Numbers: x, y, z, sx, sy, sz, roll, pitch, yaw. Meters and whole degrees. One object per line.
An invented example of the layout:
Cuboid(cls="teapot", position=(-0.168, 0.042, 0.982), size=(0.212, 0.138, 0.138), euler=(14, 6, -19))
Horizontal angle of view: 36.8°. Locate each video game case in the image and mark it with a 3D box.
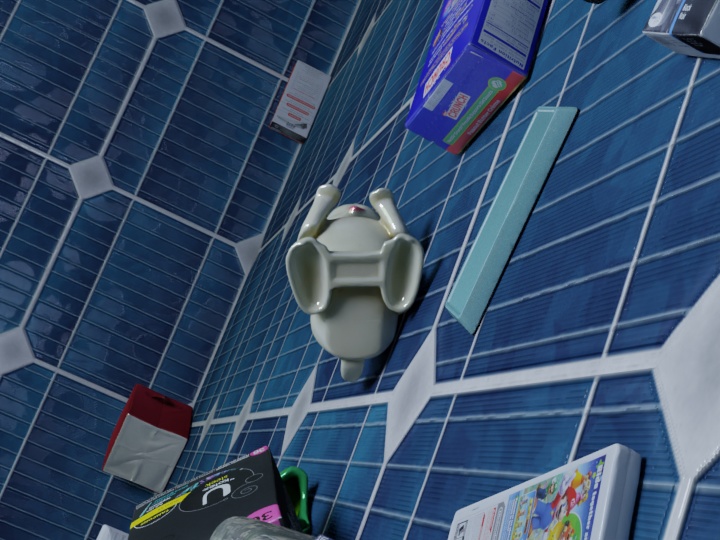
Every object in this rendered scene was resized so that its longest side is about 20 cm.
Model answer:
Cuboid(cls="video game case", position=(0.082, 0.186, 0.596), size=(0.200, 0.018, 0.145), euler=(-48, 20, 61))

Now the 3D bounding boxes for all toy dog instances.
Cuboid(cls="toy dog", position=(0.000, 0.000, 1.176), size=(0.201, 0.137, 0.197), euler=(-95, -5, -67))

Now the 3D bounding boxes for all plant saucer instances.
Cuboid(cls="plant saucer", position=(0.123, -0.047, 0.907), size=(0.203, 0.019, 0.070), euler=(-65, 11, 5))

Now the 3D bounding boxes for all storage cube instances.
Cuboid(cls="storage cube", position=(-0.539, 0.429, 2.749), size=(0.202, 0.169, 0.180), euler=(-62, 12, 13))

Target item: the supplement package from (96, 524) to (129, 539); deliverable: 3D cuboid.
Cuboid(cls="supplement package", position=(-0.215, 0.404, 1.109), size=(0.149, 0.197, 0.192), euler=(-61, 12, 16))

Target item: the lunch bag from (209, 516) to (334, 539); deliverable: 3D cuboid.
Cuboid(cls="lunch bag", position=(-0.049, 0.283, 0.749), size=(0.167, 0.138, 0.203), euler=(2, 68, 61))

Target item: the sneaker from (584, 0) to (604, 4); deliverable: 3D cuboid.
Cuboid(cls="sneaker", position=(0.205, -0.295, 0.886), size=(0.098, 0.070, 0.203), euler=(-49, 21, 50))

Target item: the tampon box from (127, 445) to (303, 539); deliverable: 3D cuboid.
Cuboid(cls="tampon box", position=(-0.120, 0.269, 0.966), size=(0.148, 0.128, 0.200), euler=(-23, 9, -5))

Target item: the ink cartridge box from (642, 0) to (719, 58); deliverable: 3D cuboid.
Cuboid(cls="ink cartridge box", position=(0.243, -0.226, 0.643), size=(0.203, 0.039, 0.100), euler=(-64, 10, 9))

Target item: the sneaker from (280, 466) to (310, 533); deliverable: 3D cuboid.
Cuboid(cls="sneaker", position=(-0.099, 0.286, 1.127), size=(0.202, 0.073, 0.084), euler=(-77, 12, -48))

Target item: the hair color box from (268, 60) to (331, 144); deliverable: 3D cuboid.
Cuboid(cls="hair color box", position=(-0.170, -0.475, 3.051), size=(0.203, 0.109, 0.064), euler=(-69, 10, -17))

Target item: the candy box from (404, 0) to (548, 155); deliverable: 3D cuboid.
Cuboid(cls="candy box", position=(0.132, -0.254, 1.154), size=(0.169, 0.076, 0.203), euler=(-45, 23, 60))
